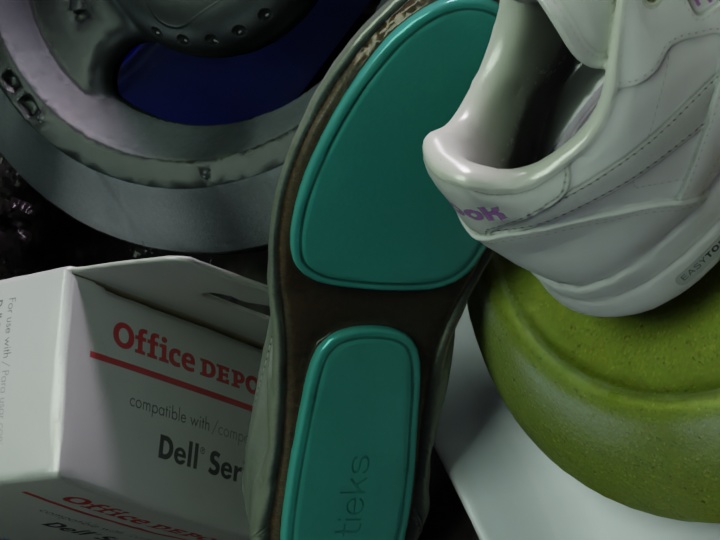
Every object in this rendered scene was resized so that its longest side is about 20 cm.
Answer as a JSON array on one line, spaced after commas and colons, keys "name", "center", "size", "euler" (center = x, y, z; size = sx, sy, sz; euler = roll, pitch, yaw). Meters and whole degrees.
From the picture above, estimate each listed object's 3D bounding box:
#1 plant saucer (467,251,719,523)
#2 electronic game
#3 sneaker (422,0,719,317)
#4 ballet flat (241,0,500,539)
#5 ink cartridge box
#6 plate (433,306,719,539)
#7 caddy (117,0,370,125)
[{"name": "plant saucer", "center": [0.101, -0.032, 0.713], "size": [0.200, 0.031, 0.200], "euler": [-16, 63, 35]}, {"name": "electronic game", "center": [-0.042, -0.104, 0.794], "size": [0.200, 0.042, 0.200], "euler": [-2, 84, 24]}, {"name": "sneaker", "center": [0.093, -0.080, 0.650], "size": [0.200, 0.100, 0.075], "euler": [-55, 46, 7]}, {"name": "ballet flat", "center": [0.000, 0.000, 0.738], "size": [0.064, 0.067, 0.200], "euler": [-114, 33, -60]}, {"name": "ink cartridge box", "center": [-0.097, 0.052, 0.831], "size": [0.200, 0.117, 0.067], "euler": [-11, 68, 37]}, {"name": "plate", "center": [0.104, 0.006, 0.738], "size": [0.200, 0.032, 0.200], "euler": [-43, 52, 21]}, {"name": "caddy", "center": [-0.066, -0.133, 0.880], "size": [0.200, 0.105, 0.141], "euler": [-53, 48, 12]}]
